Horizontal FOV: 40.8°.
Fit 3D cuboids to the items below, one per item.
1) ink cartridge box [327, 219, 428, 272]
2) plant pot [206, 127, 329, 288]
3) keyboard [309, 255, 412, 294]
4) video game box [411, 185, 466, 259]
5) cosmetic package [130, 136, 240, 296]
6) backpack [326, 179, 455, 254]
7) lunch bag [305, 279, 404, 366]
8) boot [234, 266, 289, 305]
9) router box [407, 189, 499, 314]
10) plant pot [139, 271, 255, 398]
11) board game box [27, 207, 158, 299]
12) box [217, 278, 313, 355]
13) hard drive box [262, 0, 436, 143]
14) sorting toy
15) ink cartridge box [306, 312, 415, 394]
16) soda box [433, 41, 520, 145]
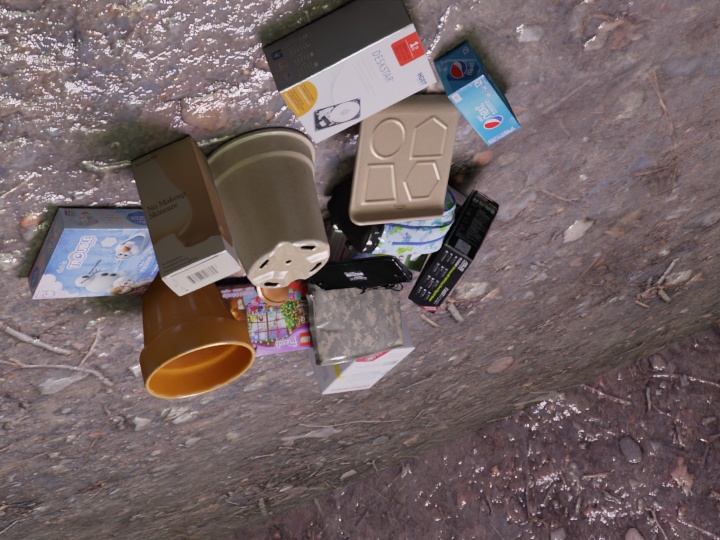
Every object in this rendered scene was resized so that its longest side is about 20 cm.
[{"bbox_3d":[0.033,-0.034,1.765,0.197,0.060,0.105,12,131,-11],"label":"ink cartridge box"},{"bbox_3d":[-0.136,-0.084,1.492,0.198,0.185,0.201,-18,155,-9],"label":"plant pot"},{"bbox_3d":[0.000,0.000,1.717,0.198,0.040,0.104,-5,143,33],"label":"keyboard"},{"bbox_3d":[0.105,-0.091,1.845,0.199,0.047,0.182,-32,151,20],"label":"video game box"},{"bbox_3d":[-0.252,-0.079,1.386,0.104,0.202,0.071,-24,155,3],"label":"cosmetic package"},{"bbox_3d":[0.069,-0.097,1.662,0.198,0.164,0.155,17,115,-35],"label":"backpack"},{"bbox_3d":[-0.022,0.088,1.915,0.198,0.167,0.117,-11,-170,-35],"label":"lunch bag"},{"bbox_3d":[-0.137,-0.021,1.735,0.154,0.074,0.200,-33,147,9],"label":"boot"},{"bbox_3d":[0.171,-0.032,1.792,0.151,0.062,0.201,-60,-179,-36],"label":"router box"},{"bbox_3d":[-0.307,0.099,1.715,0.197,0.185,0.201,-18,155,-9],"label":"plant pot"},{"bbox_3d":[-0.409,-0.026,1.550,0.197,0.044,0.200,-2,148,-35],"label":"board game box"},{"bbox_3d":[-0.186,0.091,1.861,0.198,0.139,0.039,-6,-176,-32],"label":"box"},{"bbox_3d":[-0.012,-0.281,1.329,0.198,0.078,0.156,-26,156,8],"label":"hard drive box"},{"bbox_3d":[0.067,-0.179,1.538,0.183,0.036,0.203,-7,113,-31],"label":"sorting toy"},{"bbox_3d":[-0.007,0.161,2.134,0.144,0.146,0.200,-1,148,-39],"label":"ink cartridge box"},{"bbox_3d":[0.185,-0.273,1.518,0.064,0.069,0.200,-28,155,15],"label":"soda box"}]
